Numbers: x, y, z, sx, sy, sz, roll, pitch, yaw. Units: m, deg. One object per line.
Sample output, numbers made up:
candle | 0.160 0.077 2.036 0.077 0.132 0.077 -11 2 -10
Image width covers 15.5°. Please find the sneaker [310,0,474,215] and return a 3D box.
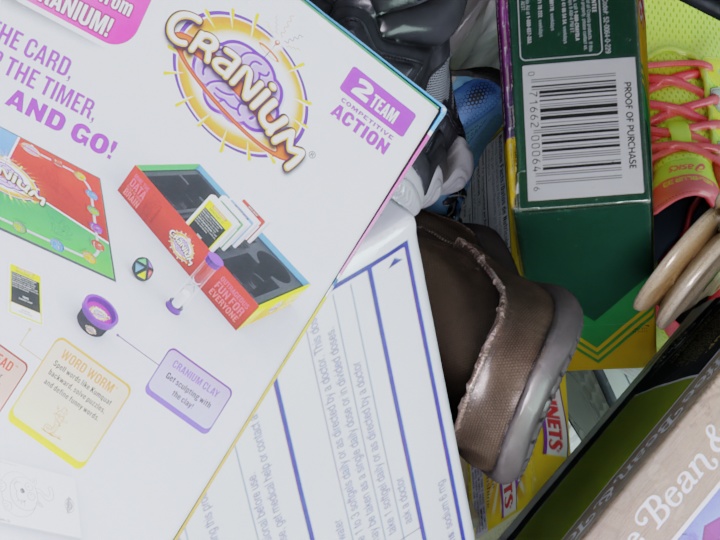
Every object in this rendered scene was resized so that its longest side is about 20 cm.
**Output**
sneaker | 0.012 -0.088 1.025 0.200 0.075 0.115 -51 151 -78

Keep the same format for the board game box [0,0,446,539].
board game box | -0.087 -0.010 0.764 0.200 0.153 0.040 -57 -163 -17

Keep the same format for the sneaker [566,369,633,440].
sneaker | 0.154 0.000 1.300 0.146 0.203 0.077 -24 -170 -17

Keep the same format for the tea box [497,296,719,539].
tea box | 0.137 0.117 1.013 0.200 0.134 0.197 -49 180 -9

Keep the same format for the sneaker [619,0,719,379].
sneaker | 0.146 -0.050 1.211 0.090 0.078 0.201 135 -49 -85

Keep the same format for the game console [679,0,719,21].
game console | 0.138 -0.195 0.996 0.200 0.116 0.177 -39 117 -44

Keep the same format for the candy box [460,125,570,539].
candy box | 0.059 0.043 1.196 0.102 0.026 0.201 -39 -133 54

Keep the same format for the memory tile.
memory tile | 0.181 -0.061 1.034 0.200 0.017 0.153 -52 170 10

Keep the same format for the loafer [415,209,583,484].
loafer | 0.025 0.022 0.975 0.200 0.071 0.073 -132 -117 -74

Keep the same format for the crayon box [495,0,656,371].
crayon box | 0.091 -0.081 1.102 0.173 0.058 0.201 71 17 -66

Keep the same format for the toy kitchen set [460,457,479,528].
toy kitchen set | -0.020 0.185 1.125 0.199 0.181 0.163 -25 153 -9

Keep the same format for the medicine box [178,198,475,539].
medicine box | -0.072 0.077 0.885 0.199 0.103 0.183 -29 130 -23

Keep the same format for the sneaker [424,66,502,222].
sneaker | 0.025 0.003 1.181 0.201 0.090 0.078 -64 160 16
